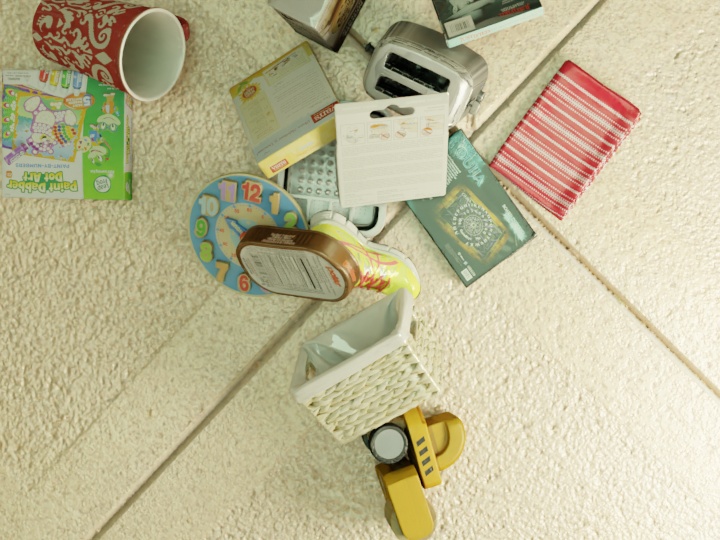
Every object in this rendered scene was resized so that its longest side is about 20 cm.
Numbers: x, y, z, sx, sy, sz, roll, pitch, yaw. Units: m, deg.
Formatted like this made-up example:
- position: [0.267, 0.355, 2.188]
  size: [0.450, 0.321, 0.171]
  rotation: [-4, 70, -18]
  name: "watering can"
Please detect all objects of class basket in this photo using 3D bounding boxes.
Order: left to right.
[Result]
- position: [0.015, 0.143, 1.530]
  size: [0.199, 0.136, 0.124]
  rotation: [-30, 111, 20]
  name: "basket"

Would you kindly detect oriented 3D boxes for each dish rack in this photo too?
- position: [-0.038, -0.155, 1.587]
  size: [0.170, 0.044, 0.202]
  rotation: [6, 94, 5]
  name: "dish rack"

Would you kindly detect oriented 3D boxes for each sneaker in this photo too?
- position: [0.000, 0.000, 1.546]
  size: [0.199, 0.091, 0.078]
  rotation: [31, 136, -15]
  name: "sneaker"

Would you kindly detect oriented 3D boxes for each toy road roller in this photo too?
- position: [0.092, 0.292, 1.566]
  size: [0.145, 0.123, 0.202]
  rotation: [-16, 92, -6]
  name: "toy road roller"

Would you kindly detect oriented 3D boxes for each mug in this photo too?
- position: [-0.364, -0.336, 1.553]
  size: [0.199, 0.177, 0.135]
  rotation: [21, 100, 28]
  name: "mug"

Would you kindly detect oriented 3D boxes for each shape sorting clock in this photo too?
- position: [-0.169, -0.051, 1.577]
  size: [0.198, 0.039, 0.202]
  rotation: [6, 112, 15]
  name: "shape sorting clock"

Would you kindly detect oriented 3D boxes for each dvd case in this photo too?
- position: [0.167, -0.424, 1.517]
  size: [0.145, 0.022, 0.201]
  rotation: [-19, 60, 5]
  name: "dvd case"

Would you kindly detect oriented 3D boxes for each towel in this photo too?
- position: [0.307, -0.196, 1.568]
  size: [0.144, 0.022, 0.201]
  rotation: [37, 96, 3]
  name: "towel"

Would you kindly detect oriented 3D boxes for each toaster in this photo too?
- position: [0.085, -0.284, 1.515]
  size: [0.199, 0.129, 0.114]
  rotation: [27, 115, 2]
  name: "toaster"

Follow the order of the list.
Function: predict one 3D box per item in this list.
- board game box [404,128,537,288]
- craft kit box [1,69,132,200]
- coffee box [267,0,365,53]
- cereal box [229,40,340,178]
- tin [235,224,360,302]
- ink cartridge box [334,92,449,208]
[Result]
- position: [0.156, -0.094, 1.582]
  size: [0.135, 0.028, 0.201]
  rotation: [-35, 89, 5]
  name: "board game box"
- position: [-0.453, -0.209, 1.618]
  size: [0.198, 0.049, 0.199]
  rotation: [1, 96, 5]
  name: "craft kit box"
- position: [-0.055, -0.393, 1.496]
  size: [0.079, 0.200, 0.114]
  rotation: [28, 96, 6]
  name: "coffee box"
- position: [-0.105, -0.237, 1.526]
  size: [0.143, 0.040, 0.201]
  rotation: [-30, 46, 6]
  name: "cereal box"
- position: [-0.092, -0.008, 1.498]
  size: [0.199, 0.112, 0.042]
  rotation: [6, 51, 34]
  name: "tin"
- position: [0.042, -0.178, 1.473]
  size: [0.159, 0.201, 0.048]
  rotation: [-7, 50, -3]
  name: "ink cartridge box"
